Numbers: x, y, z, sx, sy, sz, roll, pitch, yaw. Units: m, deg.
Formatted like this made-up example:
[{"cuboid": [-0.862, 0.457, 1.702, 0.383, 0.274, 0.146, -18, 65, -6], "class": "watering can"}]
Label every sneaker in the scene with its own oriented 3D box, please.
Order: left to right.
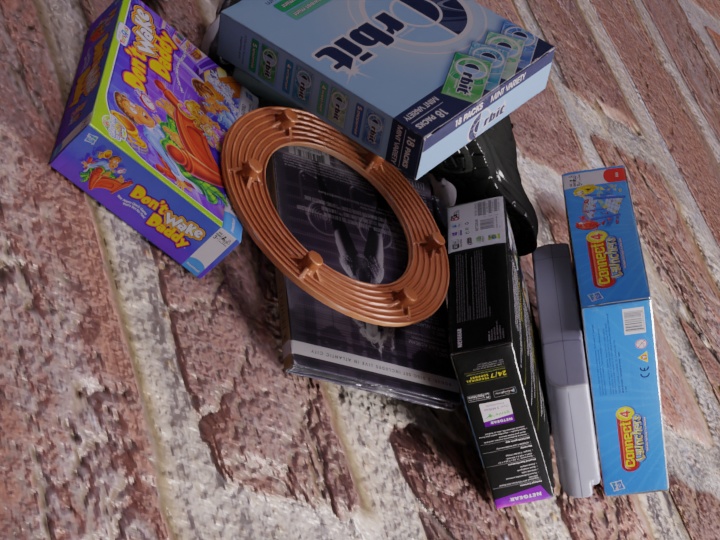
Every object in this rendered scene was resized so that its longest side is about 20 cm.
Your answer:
[{"cuboid": [0.103, -0.087, 1.554, 0.200, 0.076, 0.091, 63, 35, -46], "class": "sneaker"}]

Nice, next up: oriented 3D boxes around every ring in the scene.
[{"cuboid": [-0.013, -0.045, 1.384, 0.200, 0.019, 0.201, 29, 36, -23], "class": "ring"}]

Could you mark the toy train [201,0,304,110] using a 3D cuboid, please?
[{"cuboid": [-0.033, -0.163, 1.544, 0.199, 0.085, 0.114, 26, 28, 1], "class": "toy train"}]

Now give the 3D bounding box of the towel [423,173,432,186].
[{"cuboid": [0.059, -0.160, 1.778, 0.171, 0.048, 0.200, 45, 25, -7], "class": "towel"}]

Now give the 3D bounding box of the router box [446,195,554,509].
[{"cuboid": [0.106, 0.059, 1.462, 0.200, 0.051, 0.150, -87, 162, -57], "class": "router box"}]

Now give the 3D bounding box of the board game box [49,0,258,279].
[{"cuboid": [-0.142, -0.100, 1.364, 0.134, 0.045, 0.200, 38, 27, -22], "class": "board game box"}]

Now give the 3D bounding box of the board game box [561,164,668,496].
[{"cuboid": [0.213, 0.049, 1.599, 0.196, 0.056, 0.201, -90, 170, -56], "class": "board game box"}]

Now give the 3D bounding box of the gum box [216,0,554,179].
[{"cuboid": [0.019, -0.168, 1.466, 0.200, 0.045, 0.170, 33, 46, 24], "class": "gum box"}]

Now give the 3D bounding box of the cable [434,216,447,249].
[{"cuboid": [-0.005, -0.056, 1.521, 0.200, 0.051, 0.164, 2, 52, -57], "class": "cable"}]

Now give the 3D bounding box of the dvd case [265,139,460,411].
[{"cuboid": [0.000, 0.000, 1.409, 0.148, 0.016, 0.201, 15, 52, -32], "class": "dvd case"}]

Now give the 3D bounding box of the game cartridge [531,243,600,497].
[{"cuboid": [0.166, 0.071, 1.558, 0.200, 0.041, 0.134, -89, 173, -57], "class": "game cartridge"}]

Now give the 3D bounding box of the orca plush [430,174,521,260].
[{"cuboid": [0.074, -0.069, 1.664, 0.105, 0.071, 0.200, -34, 94, -38], "class": "orca plush"}]
